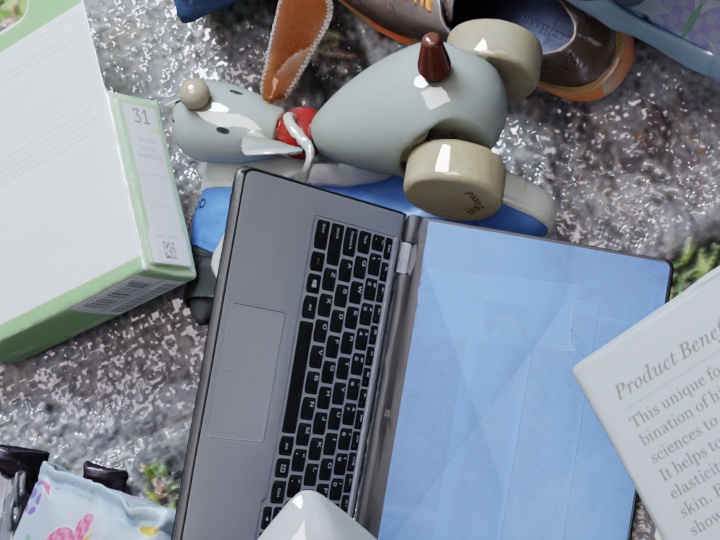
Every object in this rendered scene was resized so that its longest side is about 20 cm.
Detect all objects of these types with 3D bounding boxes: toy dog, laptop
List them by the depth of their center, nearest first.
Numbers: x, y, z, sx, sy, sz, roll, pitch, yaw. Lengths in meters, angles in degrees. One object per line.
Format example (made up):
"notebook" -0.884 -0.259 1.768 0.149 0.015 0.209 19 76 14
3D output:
"laptop" 0.031 0.068 0.796 0.115 0.199 0.189 7 86 35
"toy dog" -0.010 -0.083 0.883 0.198 0.096 0.133 -17 56 14

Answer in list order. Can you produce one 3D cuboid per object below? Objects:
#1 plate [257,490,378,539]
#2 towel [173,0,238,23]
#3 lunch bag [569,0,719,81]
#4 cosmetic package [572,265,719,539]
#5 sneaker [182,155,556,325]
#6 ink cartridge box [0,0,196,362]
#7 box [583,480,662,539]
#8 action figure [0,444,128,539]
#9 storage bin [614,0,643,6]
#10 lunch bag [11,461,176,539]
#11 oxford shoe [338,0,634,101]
"plate" -0.016 0.225 0.778 0.200 0.199 0.032 -50 29 -2
"towel" -0.022 -0.214 0.987 0.199 0.049 0.112 -25 36 8
"lunch bag" 0.173 -0.203 0.893 0.169 0.127 0.201 29 78 16
"cosmetic package" 0.227 0.085 0.755 0.167 0.166 0.201 -35 70 23
"sneaker" 0.000 0.000 0.938 0.198 0.077 0.112 5 73 19
"ink cartridge box" -0.174 -0.067 0.984 0.145 0.048 0.202 -24 71 33
"box" 0.099 0.168 0.883 0.082 0.068 0.201 32 86 16
"action figure" -0.181 0.195 0.944 0.129 0.069 0.202 12 85 -3
"storage bin" 0.120 -0.212 0.768 0.145 0.134 0.200 41 97 14
"lunch bag" -0.090 0.207 0.859 0.127 0.199 0.171 12 76 47
"oxford shoe" 0.048 -0.152 0.955 0.199 0.073 0.072 23 94 28
